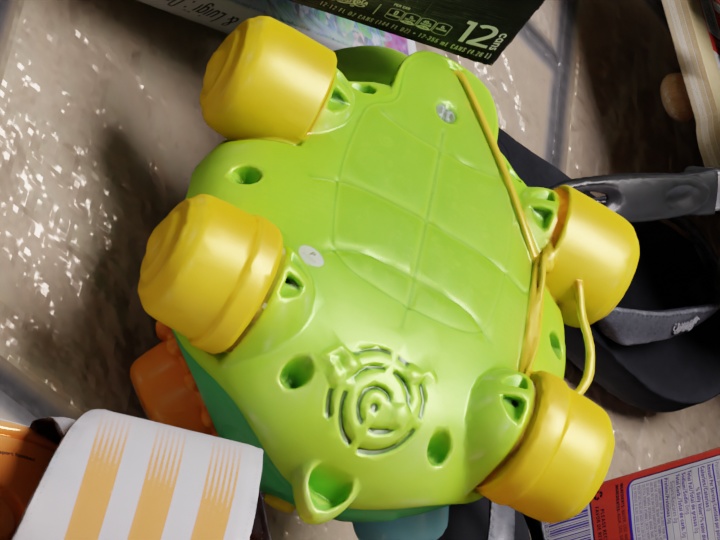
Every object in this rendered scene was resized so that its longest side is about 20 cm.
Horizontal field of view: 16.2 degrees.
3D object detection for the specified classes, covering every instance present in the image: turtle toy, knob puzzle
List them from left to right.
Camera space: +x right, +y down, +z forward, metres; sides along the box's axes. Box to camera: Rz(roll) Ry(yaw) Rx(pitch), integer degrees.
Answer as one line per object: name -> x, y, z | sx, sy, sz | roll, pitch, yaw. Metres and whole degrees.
turtle toy -> 0.000, 0.000, 0.752 | 0.145, 0.101, 0.201 | 29, 44, -15
knob puzzle -> 0.160, -0.036, 1.055 | 0.219, 0.030, 0.221 | -18, 90, -72

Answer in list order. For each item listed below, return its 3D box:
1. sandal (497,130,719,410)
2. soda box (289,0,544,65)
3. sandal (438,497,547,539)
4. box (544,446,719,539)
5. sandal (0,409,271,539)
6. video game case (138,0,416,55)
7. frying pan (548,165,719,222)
sandal -> 0.094, 0.001, 0.933 | 0.200, 0.043, 0.077 | 23, 54, -49
soda box -> -0.035, -0.129, 0.729 | 0.199, 0.063, 0.071 | 15, 56, -18
sandal -> 0.045, 0.121, 0.810 | 0.076, 0.043, 0.202 | 17, 60, -52
box -> 0.134, 0.170, 0.864 | 0.095, 0.099, 0.202 | 22, 55, -49
sandal -> -0.032, 0.078, 0.647 | 0.206, 0.059, 0.080 | 25, 39, -19
video game case -> -0.054, -0.173, 0.841 | 0.181, 0.024, 0.202 | 15, 60, -53
frying pan -> 0.150, -0.017, 0.939 | 0.189, 0.031, 0.116 | -26, 113, -22
